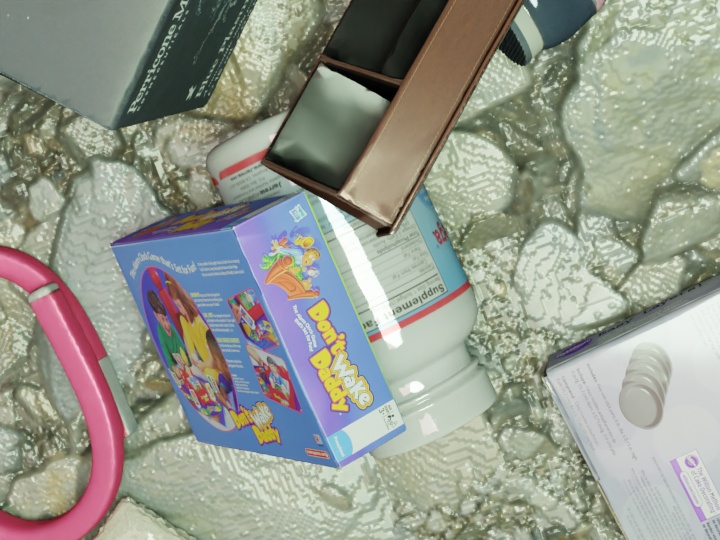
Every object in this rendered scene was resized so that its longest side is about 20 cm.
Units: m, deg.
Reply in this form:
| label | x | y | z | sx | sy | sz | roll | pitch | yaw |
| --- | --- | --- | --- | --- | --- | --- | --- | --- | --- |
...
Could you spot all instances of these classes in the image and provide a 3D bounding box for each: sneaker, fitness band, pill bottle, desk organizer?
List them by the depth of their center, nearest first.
| label | x | y | z | sx | sy | sz | roll | pitch | yaw |
| --- | --- | --- | --- | --- | --- | --- | --- | --- | --- |
| desk organizer | 0.029 | -0.123 | 0.801 | 0.077 | 0.072 | 0.200 | 29 | 88 | -4 |
| sneaker | 0.071 | -0.219 | 0.874 | 0.082 | 0.070 | 0.200 | -31 | 96 | -5 |
| pill bottle | 0.000 | 0.000 | 0.890 | 0.109 | 0.109 | 0.200 | -24 | 95 | 12 |
| fitness band | -0.226 | 0.082 | 0.975 | 0.143 | 0.037 | 0.200 | -24 | 93 | 12 |

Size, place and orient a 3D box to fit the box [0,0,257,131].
| label | x | y | z | sx | sy | sz | roll | pitch | yaw |
| --- | --- | --- | --- | --- | --- | --- | --- | --- | --- |
| box | -0.113 | -0.191 | 0.831 | 0.117 | 0.200 | 0.197 | 28 | 103 | 3 |

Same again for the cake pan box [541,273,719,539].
| label | x | y | z | sx | sy | sz | roll | pitch | yaw |
| --- | --- | --- | --- | --- | --- | --- | --- | --- | --- |
| cake pan box | 0.231 | 0.102 | 0.901 | 0.184 | 0.052 | 0.200 | -28 | 94 | 14 |

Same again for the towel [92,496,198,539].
| label | x | y | z | sx | sy | sz | roll | pitch | yaw |
| --- | --- | --- | --- | --- | --- | --- | --- | --- | --- |
| towel | -0.100 | 0.246 | 0.971 | 0.200 | 0.034 | 0.133 | 33 | 86 | 3 |

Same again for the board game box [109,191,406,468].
| label | x | y | z | sx | sy | sz | roll | pitch | yaw |
| --- | --- | --- | --- | --- | --- | --- | --- | --- | --- |
| board game box | -0.063 | 0.033 | 0.861 | 0.045 | 0.200 | 0.135 | -27 | 101 | -25 |
